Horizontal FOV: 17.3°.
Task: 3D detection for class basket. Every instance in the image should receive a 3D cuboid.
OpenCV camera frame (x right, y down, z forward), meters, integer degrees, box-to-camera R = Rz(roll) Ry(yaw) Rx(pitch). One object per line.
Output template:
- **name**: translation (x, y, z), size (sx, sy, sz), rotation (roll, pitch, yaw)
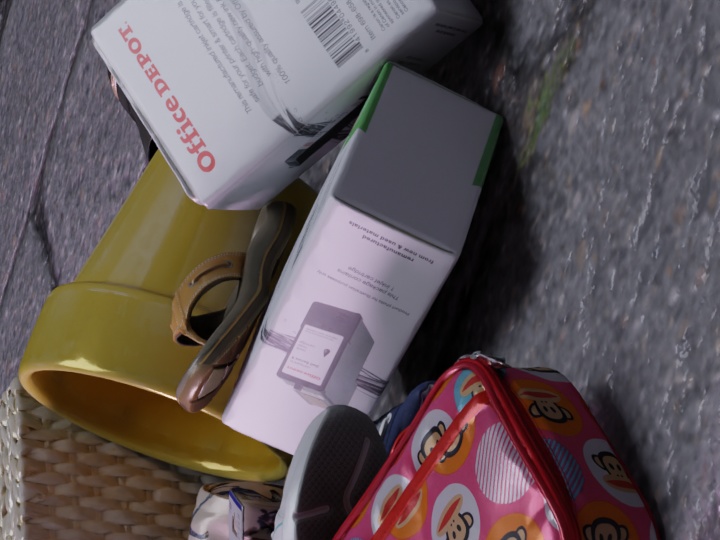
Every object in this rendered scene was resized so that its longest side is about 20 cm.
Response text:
- **basket**: translation (-0.193, 0.200, 1.735), size (0.161, 0.199, 0.199), rotation (124, 147, -44)

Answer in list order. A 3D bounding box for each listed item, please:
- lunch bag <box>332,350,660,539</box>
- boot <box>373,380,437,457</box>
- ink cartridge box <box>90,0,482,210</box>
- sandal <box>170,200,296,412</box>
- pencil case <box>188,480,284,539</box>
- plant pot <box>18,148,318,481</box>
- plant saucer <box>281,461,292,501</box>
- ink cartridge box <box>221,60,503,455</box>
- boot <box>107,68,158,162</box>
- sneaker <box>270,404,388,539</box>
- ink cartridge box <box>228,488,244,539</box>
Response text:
- **lunch bag**: translation (0.059, 0.147, 1.240), size (0.200, 0.082, 0.177), rotation (-58, 40, 31)
- **boot**: translation (0.026, 0.166, 1.361), size (0.090, 0.072, 0.201), rotation (127, 146, -60)
- **ink cartridge box**: translation (-0.048, -0.152, 1.475), size (0.200, 0.084, 0.145), rotation (-38, 75, 18)
- **sandal**: translation (-0.088, 0.017, 1.481), size (0.200, 0.054, 0.081), rotation (-70, 6, -53)
- **pencil case**: translation (-0.083, 0.239, 1.608), size (0.078, 0.089, 0.201), rotation (8, -89, -83)
- **plant pot**: translation (-0.112, 0.023, 1.634), size (0.201, 0.200, 0.190), rotation (-25, 42, 64)
- **plant saucer**: translation (-0.025, 0.220, 1.477), size (0.200, 0.035, 0.202), rotation (-179, 90, -81)
- **ink cartridge box**: translation (0.000, 0.000, 1.422), size (0.146, 0.084, 0.200), rotation (-70, 5, -49)
- **boot**: translation (-0.159, -0.195, 1.988), size (0.139, 0.077, 0.201), rotation (-114, 25, -47)
- **sneaker**: translation (-0.036, 0.174, 1.341), size (0.080, 0.070, 0.202), rotation (4, 83, 54)
- **ink cartridge box**: translation (-0.067, 0.245, 1.523), size (0.095, 0.037, 0.201), rotation (-170, 78, -82)
